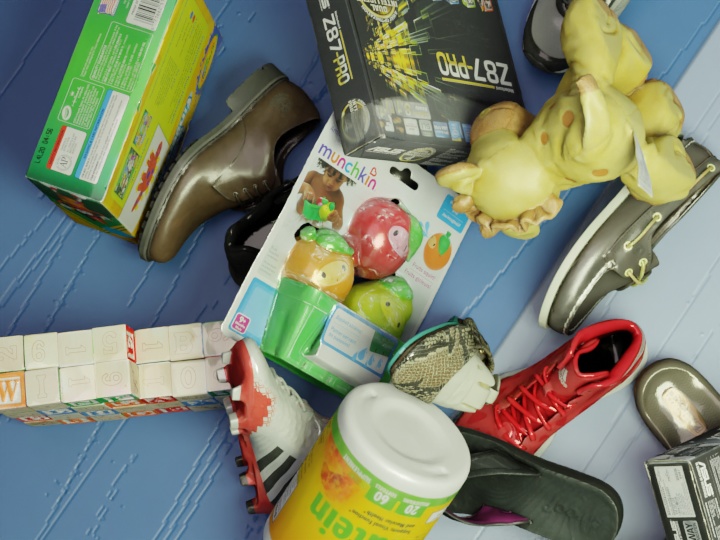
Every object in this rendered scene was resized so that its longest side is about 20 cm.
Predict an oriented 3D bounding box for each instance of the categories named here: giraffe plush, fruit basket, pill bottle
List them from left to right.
[{"bbox_3d":[-0.008,0.194,1.428,0.111,0.111,0.200,39,121,13],"label":"pill bottle"},{"bbox_3d":[0.000,0.000,1.479,0.094,0.185,0.201,27,85,51],"label":"fruit basket"},{"bbox_3d":[0.152,-0.092,1.436,0.162,0.200,0.173,-26,116,27],"label":"giraffe plush"}]

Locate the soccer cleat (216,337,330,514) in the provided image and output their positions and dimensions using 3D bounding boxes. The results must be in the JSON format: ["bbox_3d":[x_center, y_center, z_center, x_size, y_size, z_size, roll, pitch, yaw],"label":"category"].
[{"bbox_3d":[-0.062,0.120,1.455,0.085,0.201,0.069,-13,45,-7],"label":"soccer cleat"}]

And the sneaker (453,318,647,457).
[{"bbox_3d":[0.141,0.097,1.463,0.200,0.116,0.078,-41,76,-2],"label":"sneaker"}]

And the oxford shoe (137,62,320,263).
[{"bbox_3d":[-0.110,-0.077,1.556,0.084,0.073,0.200,39,85,11],"label":"oxford shoe"}]

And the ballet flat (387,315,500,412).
[{"bbox_3d":[0.077,0.076,1.437,0.075,0.200,0.068,44,100,7],"label":"ballet flat"}]

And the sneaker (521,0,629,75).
[{"bbox_3d":[0.206,-0.253,1.550,0.074,0.079,0.200,39,87,11],"label":"sneaker"}]

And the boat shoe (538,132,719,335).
[{"bbox_3d":[0.221,-0.025,1.502,0.060,0.072,0.202,34,81,17],"label":"boat shoe"}]

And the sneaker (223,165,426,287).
[{"bbox_3d":[-0.028,-0.054,1.531,0.200,0.091,0.076,-38,71,-3],"label":"sneaker"}]

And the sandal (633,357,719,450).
[{"bbox_3d":[0.298,0.149,1.461,0.082,0.055,0.200,-40,82,-2],"label":"sandal"}]

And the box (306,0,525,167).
[{"bbox_3d":[0.049,-0.166,1.498,0.049,0.199,0.162,-23,72,40],"label":"box"}]

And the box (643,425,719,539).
[{"bbox_3d":[0.308,0.212,1.380,0.157,0.050,0.201,-19,94,-35],"label":"box"}]

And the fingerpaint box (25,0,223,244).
[{"bbox_3d":[-0.193,-0.139,1.531,0.073,0.167,0.201,18,82,9],"label":"fingerpaint box"}]

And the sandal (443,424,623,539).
[{"bbox_3d":[0.106,0.171,1.439,0.199,0.048,0.076,12,111,25],"label":"sandal"}]

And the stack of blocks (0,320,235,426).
[{"bbox_3d":[-0.191,0.084,1.510,0.199,0.115,0.059,-6,77,5],"label":"stack of blocks"}]
